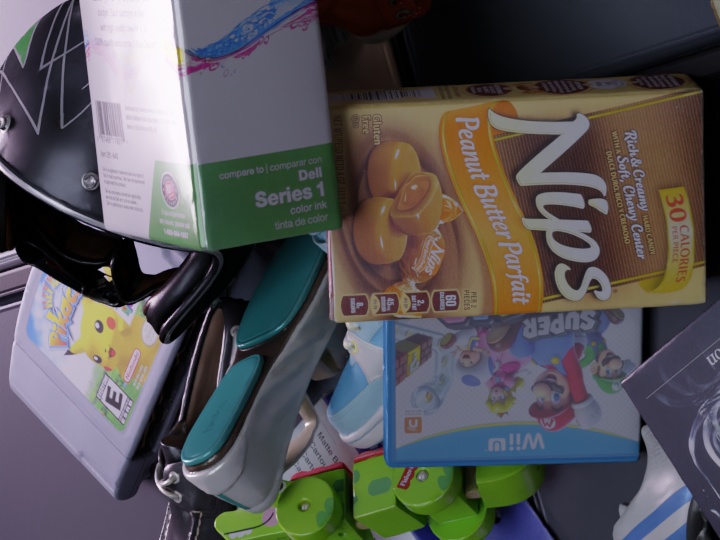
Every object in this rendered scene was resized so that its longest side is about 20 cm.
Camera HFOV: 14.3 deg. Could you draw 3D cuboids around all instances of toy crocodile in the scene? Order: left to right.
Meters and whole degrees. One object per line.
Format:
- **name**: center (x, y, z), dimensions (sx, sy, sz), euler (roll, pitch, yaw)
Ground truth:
- **toy crocodile**: center (0.012, 0.129, 1.647), dimensions (0.199, 0.068, 0.062), euler (-16, 56, 21)

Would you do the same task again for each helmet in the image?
- **helmet**: center (-0.131, -0.072, 1.673), dimensions (0.200, 0.199, 0.191), euler (48, 145, 22)

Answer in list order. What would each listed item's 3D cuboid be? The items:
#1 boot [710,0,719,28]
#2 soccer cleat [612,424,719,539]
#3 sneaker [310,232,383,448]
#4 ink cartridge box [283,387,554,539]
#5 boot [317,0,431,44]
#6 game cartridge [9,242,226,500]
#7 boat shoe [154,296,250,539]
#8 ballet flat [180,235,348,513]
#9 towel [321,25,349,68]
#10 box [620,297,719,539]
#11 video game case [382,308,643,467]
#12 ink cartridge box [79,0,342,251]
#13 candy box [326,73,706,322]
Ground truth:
- **boot**: center (0.239, -0.172, 1.399), dimensions (0.154, 0.072, 0.201), euler (-37, 76, 39)
- **soccer cleat**: center (0.170, 0.174, 1.567), dimensions (0.086, 0.070, 0.201), euler (37, 123, 49)
- **sneaker**: center (0.000, 0.000, 1.620), dimensions (0.130, 0.080, 0.201), euler (25, 116, -11)
- **ink cartridge box**: center (0.019, 0.173, 1.713), dimensions (0.200, 0.040, 0.200), euler (54, 130, 18)
- **boot**: center (0.003, -0.175, 1.533), dimensions (0.200, 0.107, 0.075), euler (-24, 47, 66)
- **game cartridge**: center (-0.160, 0.033, 1.844), dimensions (0.133, 0.040, 0.201), euler (45, 127, 29)
- **boat shoe**: center (-0.093, 0.110, 1.749), dimensions (0.201, 0.060, 0.074), euler (-67, 30, 15)
- **ballet flat**: center (-0.044, 0.059, 1.674), dimensions (0.069, 0.201, 0.070), euler (15, 143, 12)
- **towel**: center (-0.093, -0.213, 1.688), dimensions (0.199, 0.031, 0.150), euler (29, 144, 36)
- **box**: center (0.263, 0.069, 1.418), dimensions (0.200, 0.104, 0.183), euler (-45, 72, 40)
- **video game case**: center (0.083, 0.008, 1.562), dimensions (0.018, 0.142, 0.201), euler (-105, 14, -74)
- **ink cartridge box**: center (-0.084, -0.119, 1.495), dimensions (0.145, 0.084, 0.201), euler (12, 110, 64)
- **candy box**: center (0.080, -0.039, 1.510), dimensions (0.199, 0.055, 0.116), euler (-3, 104, -1)
